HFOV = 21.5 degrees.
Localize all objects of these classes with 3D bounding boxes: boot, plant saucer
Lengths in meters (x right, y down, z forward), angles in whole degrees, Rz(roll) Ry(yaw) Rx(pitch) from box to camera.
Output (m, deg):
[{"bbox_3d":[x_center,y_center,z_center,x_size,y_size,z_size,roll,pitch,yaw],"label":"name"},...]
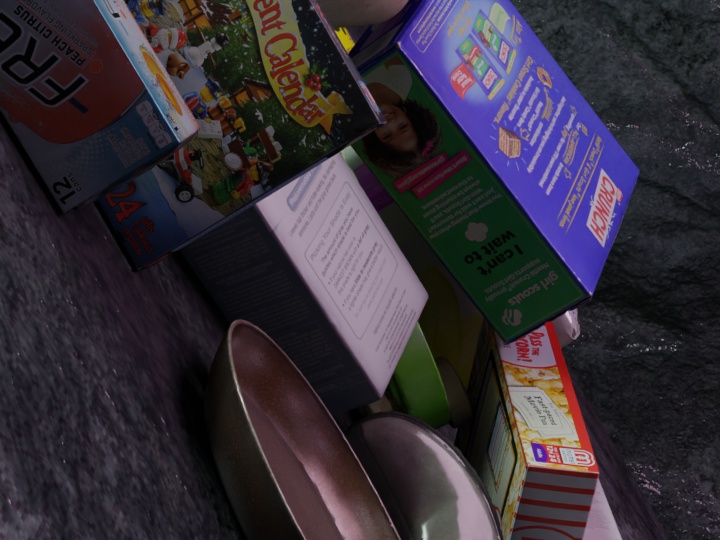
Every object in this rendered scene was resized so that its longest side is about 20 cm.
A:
[{"bbox_3d":[0.045,0.171,1.017,0.201,0.067,0.131,59,13,3],"label":"boot"},{"bbox_3d":[-0.021,0.118,0.893,0.201,0.032,0.200,58,8,-13],"label":"plant saucer"}]

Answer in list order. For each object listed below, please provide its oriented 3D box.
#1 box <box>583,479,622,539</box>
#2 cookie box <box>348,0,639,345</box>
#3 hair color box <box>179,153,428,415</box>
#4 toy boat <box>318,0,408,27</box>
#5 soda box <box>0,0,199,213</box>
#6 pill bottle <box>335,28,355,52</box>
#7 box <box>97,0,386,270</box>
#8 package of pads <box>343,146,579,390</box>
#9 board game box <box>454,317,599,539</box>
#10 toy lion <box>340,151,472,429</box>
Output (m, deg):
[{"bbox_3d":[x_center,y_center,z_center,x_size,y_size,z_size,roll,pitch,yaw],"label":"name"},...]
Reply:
[{"bbox_3d":[0.127,0.211,1.187,0.200,0.036,0.146,-98,-162,-68],"label":"box"},{"bbox_3d":[0.081,-0.083,1.216,0.200,0.075,0.171,51,33,-13],"label":"cookie box"},{"bbox_3d":[-0.047,-0.028,1.030,0.201,0.060,0.099,58,33,-21],"label":"hair color box"},{"bbox_3d":[-0.032,-0.216,1.149,0.200,0.129,0.132,-77,163,-79],"label":"toy boat"},{"bbox_3d":[-0.151,-0.128,0.840,0.201,0.063,0.068,59,8,-6],"label":"soda box"},{"bbox_3d":[-0.072,-0.182,1.399,0.201,0.104,0.104,59,8,-4],"label":"pill bottle"},{"bbox_3d":[-0.096,-0.121,0.901,0.201,0.136,0.038,59,8,0],"label":"box"},{"bbox_3d":[0.047,-0.008,1.325,0.201,0.154,0.068,60,12,-5],"label":"package of pads"},{"bbox_3d":[0.096,0.134,1.191,0.200,0.046,0.153,-97,-164,-62],"label":"board game box"},{"bbox_3d":[0.000,0.000,1.179,0.192,0.068,0.201,81,-16,-70],"label":"toy lion"}]
